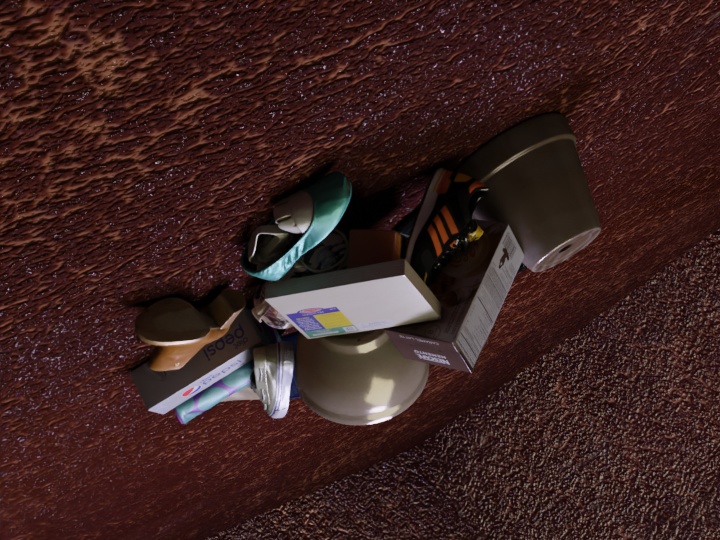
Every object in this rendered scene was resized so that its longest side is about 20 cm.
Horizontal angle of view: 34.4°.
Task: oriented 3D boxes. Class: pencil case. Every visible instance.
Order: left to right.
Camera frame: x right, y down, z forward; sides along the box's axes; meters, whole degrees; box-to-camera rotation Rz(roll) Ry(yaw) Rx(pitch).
[{"bbox_3d":[-0.210,0.154,1.811,0.200,0.085,0.092,-29,-175,-7],"label":"pencil case"},{"bbox_3d":[-0.088,0.010,1.587,0.089,0.078,0.200,-14,159,-28],"label":"pencil case"}]

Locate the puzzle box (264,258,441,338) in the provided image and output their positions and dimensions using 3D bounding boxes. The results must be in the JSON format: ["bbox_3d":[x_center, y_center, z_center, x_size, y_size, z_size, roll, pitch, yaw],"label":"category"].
[{"bbox_3d":[-0.009,0.040,1.526,0.200,0.025,0.133,-10,150,21],"label":"puzzle box"}]

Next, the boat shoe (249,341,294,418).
[{"bbox_3d":[-0.136,0.161,1.750,0.062,0.072,0.200,3,146,-6],"label":"boat shoe"}]

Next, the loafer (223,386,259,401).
[{"bbox_3d":[-0.190,0.193,2.012,0.200,0.068,0.076,-24,164,-23],"label":"loafer"}]

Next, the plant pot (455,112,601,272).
[{"bbox_3d":[0.256,-0.101,1.689,0.200,0.174,0.200,-29,165,-9],"label":"plant pot"}]

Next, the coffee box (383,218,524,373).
[{"bbox_3d":[0.131,0.029,1.611,0.200,0.114,0.080,-62,141,-25],"label":"coffee box"}]

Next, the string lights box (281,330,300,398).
[{"bbox_3d":[-0.089,0.148,1.884,0.059,0.103,0.200,-21,-179,-31],"label":"string lights box"}]

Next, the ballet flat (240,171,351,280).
[{"bbox_3d":[-0.087,-0.050,1.426,0.070,0.067,0.200,2,145,-38],"label":"ballet flat"}]

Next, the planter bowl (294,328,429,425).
[{"bbox_3d":[-0.005,0.101,1.675,0.200,0.200,0.135,-26,139,-15],"label":"planter bowl"}]

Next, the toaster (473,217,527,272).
[{"bbox_3d":[0.227,-0.057,1.881,0.181,0.119,0.200,-28,166,-11],"label":"toaster"}]

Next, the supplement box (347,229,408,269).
[{"bbox_3d":[0.030,-0.018,1.598,0.069,0.067,0.200,2,178,11],"label":"supplement box"}]

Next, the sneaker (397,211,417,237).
[{"bbox_3d":[0.087,-0.033,1.810,0.088,0.074,0.200,-69,178,-50],"label":"sneaker"}]

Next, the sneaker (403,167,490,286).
[{"bbox_3d":[0.117,-0.044,1.575,0.070,0.090,0.200,75,31,-65],"label":"sneaker"}]

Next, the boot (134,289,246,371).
[{"bbox_3d":[-0.252,0.095,1.566,0.144,0.071,0.201,-44,165,35],"label":"boot"}]

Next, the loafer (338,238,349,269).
[{"bbox_3d":[0.000,0.000,1.736,0.076,0.068,0.200,-35,164,18],"label":"loafer"}]

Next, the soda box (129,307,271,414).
[{"bbox_3d":[-0.236,0.132,1.724,0.200,0.068,0.063,-31,164,6],"label":"soda box"}]
